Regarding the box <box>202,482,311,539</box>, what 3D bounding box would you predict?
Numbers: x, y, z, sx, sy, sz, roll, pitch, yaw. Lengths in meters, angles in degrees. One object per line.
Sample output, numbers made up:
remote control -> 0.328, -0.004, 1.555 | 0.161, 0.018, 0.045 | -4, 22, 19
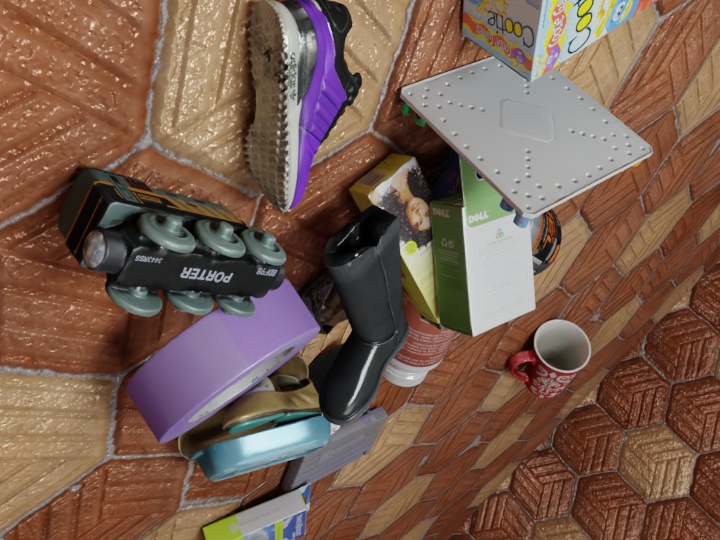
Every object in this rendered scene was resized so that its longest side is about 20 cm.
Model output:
box -> -0.173, 0.454, 1.171 | 0.197, 0.048, 0.123 | -16, 142, -20

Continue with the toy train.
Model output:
toy train -> -0.149, -0.022, 0.555 | 0.199, 0.114, 0.086 | 8, 120, -55

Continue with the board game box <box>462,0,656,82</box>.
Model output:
board game box -> 0.208, -0.295, 0.652 | 0.199, 0.105, 0.104 | -35, 149, -17

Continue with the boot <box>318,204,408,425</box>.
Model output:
boot -> -0.005, 0.053, 0.723 | 0.166, 0.065, 0.202 | -57, 155, -32

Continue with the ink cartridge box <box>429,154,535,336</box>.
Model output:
ink cartridge box -> 0.138, -0.040, 0.751 | 0.103, 0.059, 0.203 | -18, 109, -30

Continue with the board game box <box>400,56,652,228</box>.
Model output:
board game box -> 0.171, -0.148, 0.696 | 0.198, 0.201, 0.026 | -26, 151, -27

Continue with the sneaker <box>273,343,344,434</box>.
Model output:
sneaker -> -0.044, 0.186, 1.002 | 0.202, 0.067, 0.107 | -48, 151, 14

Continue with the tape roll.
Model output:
tape roll -> -0.139, 0.093, 0.692 | 0.199, 0.066, 0.200 | -35, 173, -5

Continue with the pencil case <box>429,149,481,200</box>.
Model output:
pencil case -> 0.113, -0.081, 0.838 | 0.201, 0.086, 0.078 | -56, -176, 22

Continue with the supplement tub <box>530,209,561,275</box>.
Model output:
supplement tub -> 0.213, -0.058, 0.946 | 0.123, 0.123, 0.199 | -50, 151, 13

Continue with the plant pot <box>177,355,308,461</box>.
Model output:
plant pot -> -0.158, 0.176, 0.888 | 0.198, 0.028, 0.202 | -31, 147, -22

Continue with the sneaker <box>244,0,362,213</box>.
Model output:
sneaker -> -0.042, -0.140, 0.581 | 0.099, 0.070, 0.202 | -26, 147, -31

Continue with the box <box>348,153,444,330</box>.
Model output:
box -> 0.067, -0.031, 0.773 | 0.075, 0.050, 0.201 | -41, 120, -15

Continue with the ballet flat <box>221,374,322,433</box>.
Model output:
ballet flat -> -0.114, 0.164, 0.835 | 0.068, 0.064, 0.199 | -24, 163, 19

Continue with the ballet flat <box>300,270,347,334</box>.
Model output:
ballet flat -> 0.000, 0.000, 0.813 | 0.201, 0.072, 0.072 | -51, 150, 13

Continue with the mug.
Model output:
mug -> 0.451, 0.220, 1.629 | 0.201, 0.175, 0.135 | 87, 20, -59

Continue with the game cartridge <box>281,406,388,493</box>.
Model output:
game cartridge -> -0.046, 0.324, 1.210 | 0.198, 0.038, 0.131 | -16, 137, -39

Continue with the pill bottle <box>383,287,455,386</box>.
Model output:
pill bottle -> 0.085, 0.075, 0.969 | 0.111, 0.112, 0.202 | -20, 143, -34

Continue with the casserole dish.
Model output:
casserole dish -> -0.123, 0.235, 0.874 | 0.197, 0.039, 0.121 | -8, 160, -28
